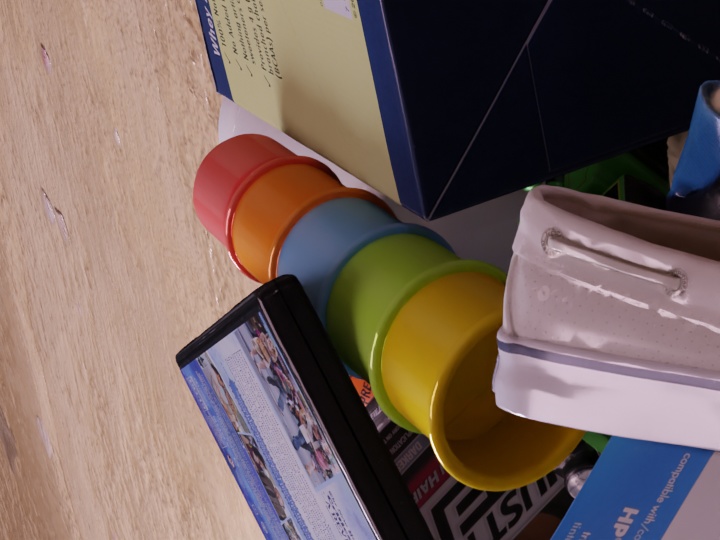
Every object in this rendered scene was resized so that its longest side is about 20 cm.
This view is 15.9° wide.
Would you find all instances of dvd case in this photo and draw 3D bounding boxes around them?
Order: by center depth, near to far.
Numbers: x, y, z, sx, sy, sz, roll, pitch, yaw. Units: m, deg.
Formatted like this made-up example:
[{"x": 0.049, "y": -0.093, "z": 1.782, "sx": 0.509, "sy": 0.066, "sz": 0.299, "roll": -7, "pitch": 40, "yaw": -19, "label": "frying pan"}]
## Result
[{"x": -0.013, "y": 0.079, "z": 0.875, "sx": 0.143, "sy": 0.017, "sz": 0.200, "roll": 63, "pitch": 167, "yaw": 2, "label": "dvd case"}]

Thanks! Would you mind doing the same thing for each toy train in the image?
[{"x": 0.082, "y": 0.003, "z": 0.856, "sx": 0.042, "sy": 0.056, "sz": 0.200, "roll": 36, "pitch": -152, "yaw": -19, "label": "toy train"}]

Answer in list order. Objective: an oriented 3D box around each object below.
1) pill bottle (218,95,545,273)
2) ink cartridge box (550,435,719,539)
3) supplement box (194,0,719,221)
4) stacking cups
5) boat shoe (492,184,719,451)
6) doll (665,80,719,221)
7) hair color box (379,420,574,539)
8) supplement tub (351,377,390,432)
[{"x": 0.013, "y": -0.042, "z": 1.047, "sx": 0.200, "sy": 0.112, "sz": 0.113, "roll": -147, "pitch": 42, "yaw": -63, "label": "pill bottle"}, {"x": 0.152, "y": 0.116, "z": 0.694, "sx": 0.199, "sy": 0.067, "sz": 0.116, "roll": 8, "pitch": 145, "yaw": 48, "label": "ink cartridge box"}, {"x": 0.022, "y": -0.150, "z": 0.873, "sx": 0.200, "sy": 0.134, "sz": 0.201, "roll": -145, "pitch": 40, "yaw": -62, "label": "supplement box"}, {"x": 0.000, "y": 0.000, "z": 0.829, "sx": 0.200, "sy": 0.060, "sz": 0.061, "roll": 39, "pitch": 144, "yaw": 53, "label": "stacking cups"}, {"x": 0.127, "y": 0.002, "z": 0.624, "sx": 0.201, "sy": 0.074, "sz": 0.087, "roll": 7, "pitch": 98, "yaw": 32, "label": "boat shoe"}, {"x": 0.136, "y": 0.005, "z": 0.703, "sx": 0.199, "sy": 0.048, "sz": 0.137, "roll": -6, "pitch": 102, "yaw": 48, "label": "doll"}, {"x": 0.079, "y": 0.121, "z": 0.895, "sx": 0.061, "sy": 0.099, "sz": 0.200, "roll": 26, "pitch": -160, "yaw": -52, "label": "hair color box"}, {"x": 0.069, "y": 0.120, "z": 1.019, "sx": 0.123, "sy": 0.122, "sz": 0.201, "roll": 94, "pitch": 151, "yaw": -51, "label": "supplement tub"}]
